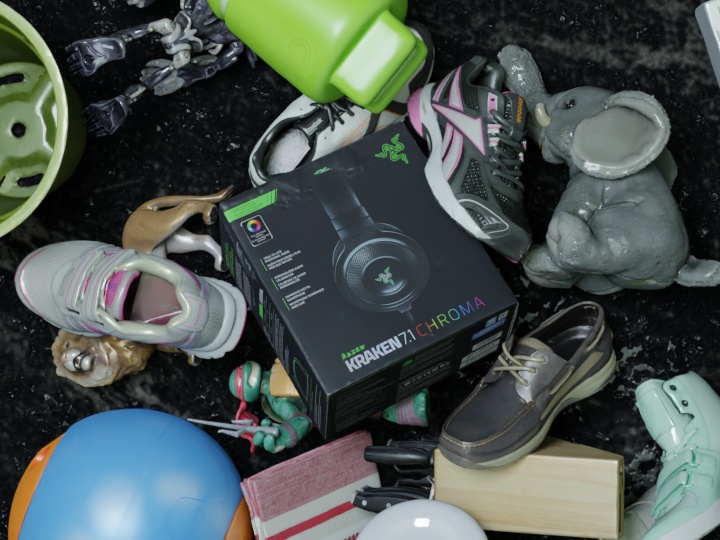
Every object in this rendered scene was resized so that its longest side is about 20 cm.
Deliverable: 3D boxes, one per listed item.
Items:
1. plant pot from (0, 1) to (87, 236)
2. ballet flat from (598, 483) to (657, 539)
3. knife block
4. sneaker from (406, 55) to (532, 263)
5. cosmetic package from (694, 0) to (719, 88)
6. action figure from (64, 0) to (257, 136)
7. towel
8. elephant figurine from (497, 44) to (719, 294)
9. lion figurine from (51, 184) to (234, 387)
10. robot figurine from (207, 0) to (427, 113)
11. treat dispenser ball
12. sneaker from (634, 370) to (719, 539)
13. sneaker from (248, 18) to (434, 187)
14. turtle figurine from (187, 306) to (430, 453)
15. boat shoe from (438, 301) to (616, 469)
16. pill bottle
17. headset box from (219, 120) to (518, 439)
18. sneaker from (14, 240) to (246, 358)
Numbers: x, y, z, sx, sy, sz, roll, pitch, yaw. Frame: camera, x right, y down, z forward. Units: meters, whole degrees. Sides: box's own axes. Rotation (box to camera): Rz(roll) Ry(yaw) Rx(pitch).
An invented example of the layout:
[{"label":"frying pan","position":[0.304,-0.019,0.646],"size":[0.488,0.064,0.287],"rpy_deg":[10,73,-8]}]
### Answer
[{"label":"plant pot","position":[-0.309,-0.118,1.295],"size":[0.198,0.190,0.202],"rpy_deg":[0,92,7]},{"label":"ballet flat","position":[0.209,0.248,1.306],"size":[0.069,0.069,0.200],"rpy_deg":[41,98,3]},{"label":"knife block","position":[0.095,0.174,1.273],"size":[0.174,0.200,0.065],"rpy_deg":[-2,93,-23]},{"label":"sneaker","position":[0.098,-0.100,1.246],"size":[0.086,0.080,0.201],"rpy_deg":[-41,46,23]},{"label":"cosmetic package","position":[0.351,-0.137,1.278],"size":[0.101,0.074,0.202],"rpy_deg":[-20,91,6]},{"label":"action figure","position":[-0.161,-0.198,1.312],"size":[0.101,0.200,0.120],"rpy_deg":[4,123,42]},{"label":"towel","position":[-0.025,0.248,1.311],"size":[0.023,0.143,0.202],"rpy_deg":[-5,98,45]},{"label":"elephant figurine","position":[0.198,-0.089,1.277],"size":[0.154,0.141,0.202],"rpy_deg":[12,77,-22]},{"label":"lion figurine","position":[-0.185,0.010,1.353],"size":[0.122,0.072,0.202],"rpy_deg":[14,79,25]},{"label":"robot figurine","position":[-0.043,-0.214,1.247],"size":[0.200,0.175,0.116],"rpy_deg":[41,99,12]},{"label":"treat dispenser ball","position":[-0.187,0.214,1.288],"size":[0.199,0.201,0.203],"rpy_deg":[0,92,6]},{"label":"sneaker","position":[0.244,0.155,1.256],"size":[0.118,0.200,0.074],"rpy_deg":[47,130,8]},{"label":"sneaker","position":[-0.015,-0.131,1.317],"size":[0.074,0.080,0.200],"rpy_deg":[45,94,5]},{"label":"turtle figurine","position":[-0.040,0.086,1.317],"size":[0.198,0.101,0.151],"rpy_deg":[-2,68,5]},{"label":"boat shoe","position":[0.130,0.085,1.262],"size":[0.074,0.200,0.074],"rpy_deg":[19,129,37]},{"label":"pill bottle","position":[0.058,0.283,1.266],"size":[0.111,0.113,0.201],"rpy_deg":[-5,135,7]},{"label":"headset box","position":[0.000,0.000,1.260],"size":[0.173,0.093,0.201],"rpy_deg":[-24,66,-15]},{"label":"sneaker","position":[-0.194,0.015,1.267],"size":[0.198,0.088,0.082],"rpy_deg":[9,81,18]}]
